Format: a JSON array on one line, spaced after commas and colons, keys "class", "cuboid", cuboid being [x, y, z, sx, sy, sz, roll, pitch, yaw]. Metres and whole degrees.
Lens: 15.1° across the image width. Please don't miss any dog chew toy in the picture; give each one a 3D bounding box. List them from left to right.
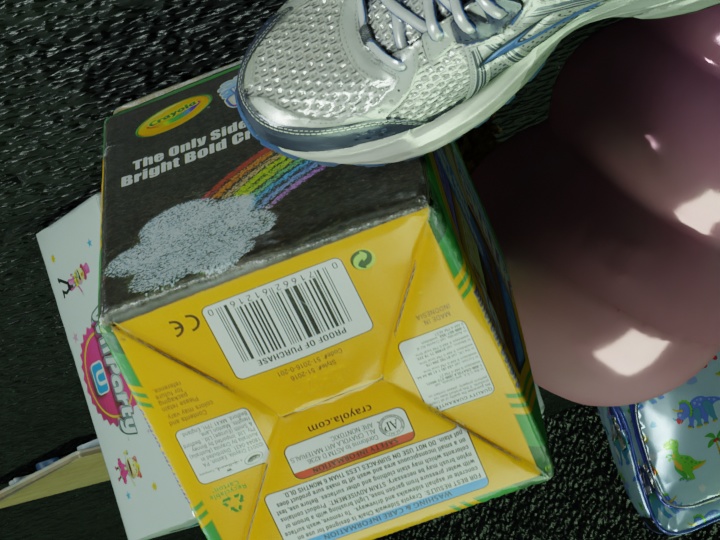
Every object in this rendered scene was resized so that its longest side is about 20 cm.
[{"class": "dog chew toy", "cuboid": [0.122, -0.045, 1.097, 0.200, 0.125, 0.125, -58, 159, 15]}]

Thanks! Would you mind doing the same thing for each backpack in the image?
[{"class": "backpack", "cuboid": [0.303, 0.116, 2.378, 0.183, 0.200, 0.147, -21, 171, -2]}]

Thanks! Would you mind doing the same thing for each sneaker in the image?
[{"class": "sneaker", "cuboid": [0.044, -0.103, 0.865, 0.200, 0.077, 0.085, -27, 161, 7]}]

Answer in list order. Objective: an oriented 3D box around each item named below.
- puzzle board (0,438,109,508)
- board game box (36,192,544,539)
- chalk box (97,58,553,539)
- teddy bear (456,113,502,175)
[{"class": "puzzle board", "cuboid": [-0.177, 0.139, 2.086, 0.200, 0.017, 0.151, -13, 168, -42]}, {"class": "board game box", "cuboid": [-0.028, 0.025, 1.222, 0.200, 0.148, 0.064, -13, 172, -36]}, {"class": "chalk box", "cuboid": [-0.016, -0.005, 0.995, 0.125, 0.124, 0.200, -20, -151, 8]}, {"class": "teddy bear", "cuboid": [0.000, 0.000, 1.160, 0.200, 0.145, 0.067, -8, 176, -29]}]
